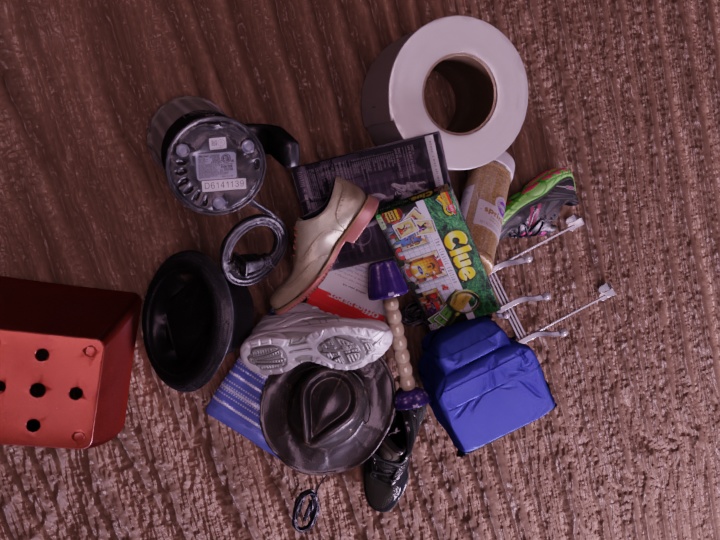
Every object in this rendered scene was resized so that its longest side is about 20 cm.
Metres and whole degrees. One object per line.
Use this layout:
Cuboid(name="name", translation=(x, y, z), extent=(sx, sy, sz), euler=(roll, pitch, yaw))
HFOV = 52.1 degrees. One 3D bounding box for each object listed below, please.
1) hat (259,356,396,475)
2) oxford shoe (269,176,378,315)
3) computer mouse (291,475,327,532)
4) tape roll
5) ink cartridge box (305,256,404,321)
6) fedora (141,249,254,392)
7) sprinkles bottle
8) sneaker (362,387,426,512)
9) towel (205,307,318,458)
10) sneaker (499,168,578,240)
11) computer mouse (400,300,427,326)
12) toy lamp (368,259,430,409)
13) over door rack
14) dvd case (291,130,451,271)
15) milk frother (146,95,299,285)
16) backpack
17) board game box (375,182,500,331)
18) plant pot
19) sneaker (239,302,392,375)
Cuboid(name="hat", translation=(-0.044, 0.187, 0.989), extent=(0.200, 0.081, 0.201), euler=(0, 91, -1))
Cuboid(name="oxford shoe", translation=(-0.064, -0.032, 0.954), extent=(0.074, 0.071, 0.200), euler=(36, 96, -16))
Cuboid(name="computer mouse", translation=(-0.052, 0.292, 1.080), extent=(0.059, 0.034, 0.200), euler=(25, 95, -33))
Cuboid(name="tape roll", translation=(0.114, -0.241, 1.035), extent=(0.203, 0.139, 0.203), euler=(-2, 98, -14))
Cuboid(name="ink cartridge box", translation=(0.000, 0.000, 1.049), extent=(0.116, 0.067, 0.200), euler=(24, 106, -5))
Cuboid(name="fedora", translation=(-0.208, 0.067, 0.990), extent=(0.092, 0.201, 0.201), euler=(-1, 98, -46))
Cuboid(name="sprinkles bottle", translation=(0.174, -0.084, 1.061), extent=(0.068, 0.068, 0.200), euler=(29, 57, -17))
Cuboid(name="sneaker", translation=(0.037, 0.277, 1.083), extent=(0.076, 0.114, 0.200), euler=(22, 106, 17))
Cuboid(name="towel", translation=(-0.109, 0.157, 1.043), extent=(0.145, 0.024, 0.200), euler=(34, 94, -7))
Cuboid(name="sneaker", translation=(0.256, -0.079, 1.128), extent=(0.200, 0.077, 0.084), euler=(-34, 100, -8))
Cuboid(name="computer mouse", translation=(0.092, -0.025, 1.100), extent=(0.138, 0.053, 0.200), euler=(-22, 104, 10))
Cuboid(name="toy lamp", translation=(0.050, 0.085, 0.995), extent=(0.058, 0.058, 0.200), euler=(-14, 92, -13))
Cuboid(name="over door rack", translation=(0.301, 0.022, 1.158), extent=(0.200, 0.067, 0.148), euler=(-31, 105, -9))
Cuboid(name="dvd case", translation=(0.024, -0.088, 0.978), extent=(0.200, 0.016, 0.149), euler=(-13, 106, 8))
Cuboid(name="milk frother", translation=(-0.182, -0.106, 0.949), extent=(0.180, 0.188, 0.200), euler=(11, 105, -25))
Cuboid(name="backpack", translation=(0.170, 0.146, 1.070), extent=(0.162, 0.200, 0.168), euler=(-20, 93, -3))
Cuboid(name="board game box", translation=(0.106, -0.013, 0.978), extent=(0.105, 0.023, 0.200), euler=(-20, 119, 14))
Cuboid(name="plant pot", translation=(-0.393, 0.128, 0.927), extent=(0.200, 0.176, 0.200), euler=(8, 95, -16))
Cuboid(name="sneaker", translation=(-0.056, 0.076, 0.974), extent=(0.200, 0.099, 0.078), euler=(-3, 127, 8))
